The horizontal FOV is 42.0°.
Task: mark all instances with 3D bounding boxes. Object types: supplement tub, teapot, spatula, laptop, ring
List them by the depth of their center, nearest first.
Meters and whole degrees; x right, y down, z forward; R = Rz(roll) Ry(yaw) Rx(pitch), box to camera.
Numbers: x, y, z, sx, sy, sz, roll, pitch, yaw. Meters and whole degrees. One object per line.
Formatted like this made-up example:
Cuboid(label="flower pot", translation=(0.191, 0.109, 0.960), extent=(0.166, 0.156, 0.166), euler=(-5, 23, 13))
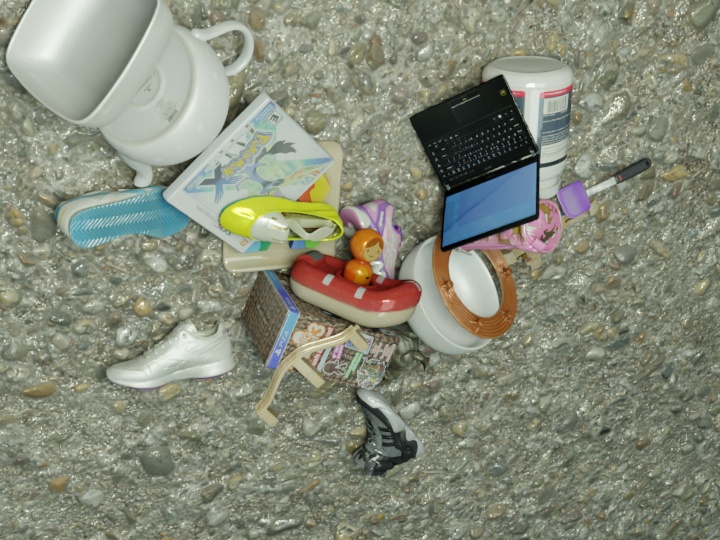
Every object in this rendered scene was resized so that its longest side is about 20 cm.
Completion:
Cuboid(label="teapot", translation=(-0.247, -0.228, 1.255), extent=(0.146, 0.199, 0.199), euler=(20, 68, -65))
Cuboid(label="laptop", translation=(0.166, -0.157, 1.397), extent=(0.177, 0.103, 0.201), euler=(-19, 104, 36))
Cuboid(label="supplement tub", translation=(0.256, -0.223, 1.464), extent=(0.140, 0.140, 0.201), euler=(-10, 117, -18))
Cuboid(label="ring", translation=(0.194, 0.014, 1.540), extent=(0.200, 0.201, 0.019), euler=(29, 141, -31))
Cuboid(label="spatula", translation=(0.429, -0.150, 1.633), extent=(0.199, 0.021, 0.057), euler=(-26, 96, -13))

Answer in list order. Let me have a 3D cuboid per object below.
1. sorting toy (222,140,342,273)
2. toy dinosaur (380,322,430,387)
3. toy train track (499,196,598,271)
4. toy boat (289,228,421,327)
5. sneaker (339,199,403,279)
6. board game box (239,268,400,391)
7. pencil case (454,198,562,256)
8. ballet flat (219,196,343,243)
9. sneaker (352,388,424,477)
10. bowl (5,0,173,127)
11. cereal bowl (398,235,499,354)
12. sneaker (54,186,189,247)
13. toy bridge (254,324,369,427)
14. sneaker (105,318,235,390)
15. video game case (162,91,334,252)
Cuboid(label="sorting toy", translation=(-0.118, -0.095, 1.434), extent=(0.184, 0.036, 0.201), euler=(-5, 116, -20))
Cuboid(label="toy dinosaur", translation=(0.077, 0.114, 1.587), extent=(0.102, 0.077, 0.201), euler=(16, 95, 6))
Cuboid(label="toy train track", translation=(0.334, -0.065, 1.635), extent=(0.199, 0.033, 0.115), euler=(-31, 122, -7))
Cuboid(label="toy boat", translation=(0.000, 0.000, 1.411), extent=(0.199, 0.130, 0.131), euler=(22, 106, 13))
Cuboid(label="sneaker", translation=(0.034, -0.030, 1.509), extent=(0.088, 0.080, 0.201), euler=(-33, 127, -27))
Cuboid(label="board game box", translation=(-0.066, 0.092, 1.472), extent=(0.199, 0.159, 0.097), euler=(16, 107, -28))
Cuboid(label="pencil case", translation=(0.217, -0.067, 1.442), extent=(0.082, 0.200, 0.087), euler=(-8, 95, -35))
Cuboid(label="ballet flat", translation=(-0.107, -0.068, 1.367), extent=(0.199, 0.067, 0.067), euler=(-2, 130, -39))
Cuboid(label="sneaker", translation=(0.026, 0.293, 1.651), extent=(0.114, 0.075, 0.200), euler=(-40, 126, -3))
Cuboid(label="bowl", translation=(-0.332, -0.287, 1.181), extent=(0.200, 0.199, 0.075), euler=(-54, 153, 6))
Cuboid(label="cereal bowl", translation=(0.134, 0.047, 1.538), extent=(0.199, 0.201, 0.083), euler=(28, 143, -30))
Cuboid(label="sneaker", translation=(-0.332, -0.087, 1.331), extent=(0.199, 0.081, 0.077), euler=(-11, 118, -40))
Cuboid(label="toy bridge", translation=(-0.079, 0.145, 1.380), extent=(0.200, 0.027, 0.067), euler=(-41, 122, 5))
Cuboid(label="sneaker", translation=(-0.298, 0.127, 1.457), extent=(0.199, 0.075, 0.100), euler=(-10, 104, -23))
Cuboid(label="video game case", translation=(-0.154, -0.133, 1.334), extent=(0.200, 0.022, 0.182), euler=(-44, 143, 6))
